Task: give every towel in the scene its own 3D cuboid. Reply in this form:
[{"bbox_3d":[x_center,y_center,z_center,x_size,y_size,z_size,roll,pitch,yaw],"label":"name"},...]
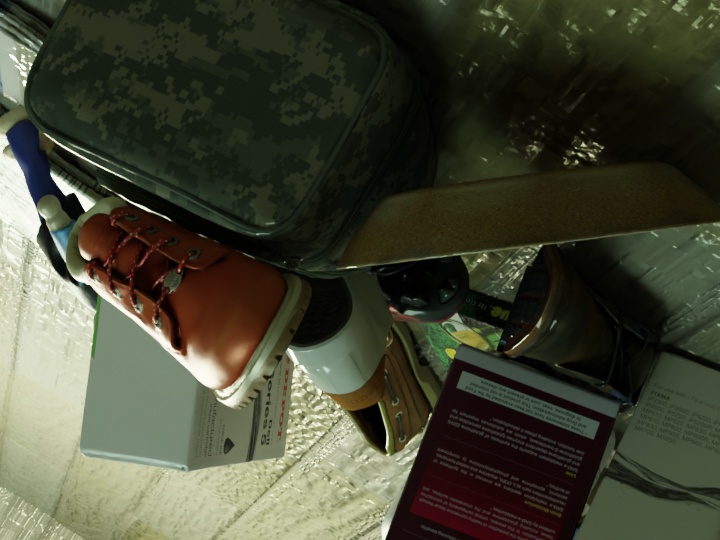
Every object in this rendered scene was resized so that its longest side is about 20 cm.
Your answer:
[{"bbox_3d":[-0.245,-0.053,1.525,0.200,0.035,0.193,38,157,-11],"label":"towel"},{"bbox_3d":[-0.198,-0.123,1.286,0.200,0.024,0.147,33,163,3],"label":"towel"}]

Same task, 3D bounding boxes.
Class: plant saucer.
[{"bbox_3d":[0.085,-0.030,0.936,0.200,0.035,0.200,-7,180,0],"label":"plant saucer"}]

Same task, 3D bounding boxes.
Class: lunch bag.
[{"bbox_3d":[-0.059,-0.082,1.025,0.200,0.139,0.168,25,177,21],"label":"lunch bag"}]

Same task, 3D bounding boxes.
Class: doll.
[{"bbox_3d":[-0.212,-0.026,1.349,0.200,0.048,0.136,61,172,21],"label":"doll"}]

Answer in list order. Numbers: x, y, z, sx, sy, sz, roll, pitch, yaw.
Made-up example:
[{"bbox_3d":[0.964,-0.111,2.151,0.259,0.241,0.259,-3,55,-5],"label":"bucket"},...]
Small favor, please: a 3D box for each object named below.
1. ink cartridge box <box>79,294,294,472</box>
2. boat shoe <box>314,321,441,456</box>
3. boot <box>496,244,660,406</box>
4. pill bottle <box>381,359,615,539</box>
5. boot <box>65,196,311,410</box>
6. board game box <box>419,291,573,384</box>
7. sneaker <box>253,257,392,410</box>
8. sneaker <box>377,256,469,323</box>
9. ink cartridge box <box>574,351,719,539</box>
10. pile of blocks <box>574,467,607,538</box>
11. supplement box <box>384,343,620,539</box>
[{"bbox_3d":[-0.113,0.061,1.305,0.084,0.146,0.200,6,179,16],"label":"ink cartridge box"},{"bbox_3d":[0.000,0.071,1.389,0.072,0.068,0.200,15,154,42],"label":"boat shoe"},{"bbox_3d":[0.137,0.032,1.082,0.097,0.075,0.200,21,178,3],"label":"boot"},{"bbox_3d":[0.079,0.170,1.246,0.114,0.200,0.114,28,161,11],"label":"pill bottle"},{"bbox_3d":[-0.096,0.011,0.963,0.107,0.075,0.200,32,176,-22],"label":"boot"},{"bbox_3d":[0.105,0.075,1.315,0.105,0.023,0.200,21,158,33],"label":"board game box"},{"bbox_3d":[-0.025,0.008,1.123,0.073,0.200,0.085,-23,129,11],"label":"sneaker"},{"bbox_3d":[0.000,0.000,1.215,0.200,0.071,0.098,17,156,40],"label":"sneaker"},{"bbox_3d":[0.192,0.174,1.158,0.083,0.200,0.147,19,158,23],"label":"ink cartridge box"},{"bbox_3d":[0.154,0.183,1.327,0.200,0.062,0.082,-11,98,41],"label":"pile of blocks"},{"bbox_3d":[0.077,0.157,1.146,0.109,0.200,0.061,21,176,8],"label":"supplement box"}]
